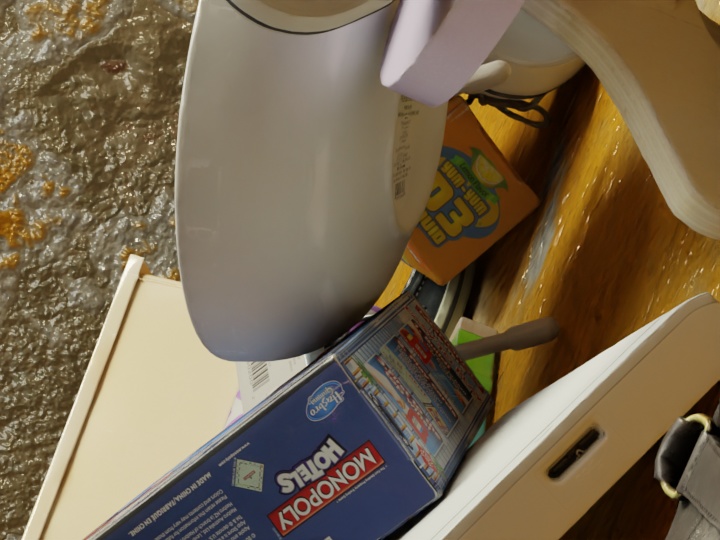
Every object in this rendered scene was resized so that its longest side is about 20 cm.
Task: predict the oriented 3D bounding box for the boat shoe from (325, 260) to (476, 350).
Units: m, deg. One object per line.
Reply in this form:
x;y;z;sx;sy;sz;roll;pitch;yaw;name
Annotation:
-0.002;0.054;1.243;0.200;0.062;0.075;-59;1;-22;boat shoe

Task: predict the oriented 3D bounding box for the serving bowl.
-0.008;-0.060;0.967;0.200;0.065;0.201;10;-90;-76;serving bowl

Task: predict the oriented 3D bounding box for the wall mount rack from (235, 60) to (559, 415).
0.000;0.000;1.087;0.174;0.074;0.201;-38;57;52;wall mount rack

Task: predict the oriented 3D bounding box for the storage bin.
-0.096;0.132;1.422;0.199;0.093;0.201;70;-145;-60;storage bin

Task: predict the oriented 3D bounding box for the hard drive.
0.043;0.077;0.829;0.132;0.027;0.200;-43;-2;-18;hard drive

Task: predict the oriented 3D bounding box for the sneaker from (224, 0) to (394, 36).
0.004;-0.144;0.839;0.200;0.078;0.079;-60;8;-30;sneaker

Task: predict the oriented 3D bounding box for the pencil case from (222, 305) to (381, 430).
-0.035;0.107;1.301;0.084;0.085;0.201;77;-152;-64;pencil case

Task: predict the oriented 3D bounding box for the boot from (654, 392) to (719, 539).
0.081;0.081;0.559;0.200;0.069;0.175;-92;24;-78;boot

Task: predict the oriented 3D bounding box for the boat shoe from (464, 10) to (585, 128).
0.067;-0.110;1.220;0.202;0.074;0.086;-75;9;-61;boat shoe

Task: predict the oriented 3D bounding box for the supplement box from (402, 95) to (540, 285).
0.024;-0.048;1.247;0.069;0.067;0.200;-40;12;-6;supplement box

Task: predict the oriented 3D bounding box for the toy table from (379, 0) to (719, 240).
0.093;-0.109;0.834;0.200;0.117;0.185;135;156;-72;toy table

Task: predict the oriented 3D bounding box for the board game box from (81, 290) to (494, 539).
-0.031;0.083;0.950;0.200;0.062;0.200;-38;-1;24;board game box

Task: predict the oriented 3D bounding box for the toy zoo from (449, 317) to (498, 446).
0.019;0.127;1.092;0.200;0.020;0.132;-78;11;-55;toy zoo
